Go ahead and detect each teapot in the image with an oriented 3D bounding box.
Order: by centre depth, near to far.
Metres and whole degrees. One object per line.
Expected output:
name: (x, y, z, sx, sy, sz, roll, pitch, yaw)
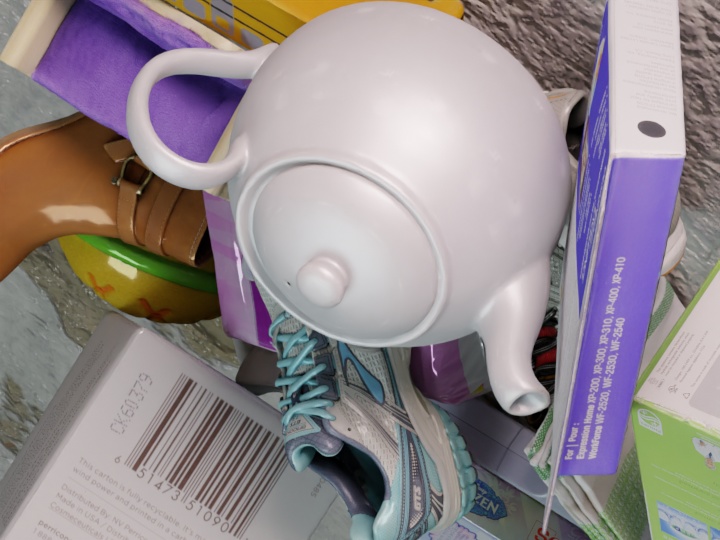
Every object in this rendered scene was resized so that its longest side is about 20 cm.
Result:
teapot: (0.003, -0.034, 1.428, 0.199, 0.146, 0.198, -1, 123, 33)

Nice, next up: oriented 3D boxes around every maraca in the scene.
maraca: (-0.113, -0.013, 1.825, 0.199, 0.107, 0.137, 24, -162, 3)

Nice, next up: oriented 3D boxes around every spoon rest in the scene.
spoon rest: (-0.045, 0.062, 1.840, 0.200, 0.099, 0.061, -151, 61, -72)

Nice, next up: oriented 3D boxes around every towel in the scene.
towel: (0.189, 0.118, 1.593, 0.031, 0.150, 0.200, -3, 134, 51)

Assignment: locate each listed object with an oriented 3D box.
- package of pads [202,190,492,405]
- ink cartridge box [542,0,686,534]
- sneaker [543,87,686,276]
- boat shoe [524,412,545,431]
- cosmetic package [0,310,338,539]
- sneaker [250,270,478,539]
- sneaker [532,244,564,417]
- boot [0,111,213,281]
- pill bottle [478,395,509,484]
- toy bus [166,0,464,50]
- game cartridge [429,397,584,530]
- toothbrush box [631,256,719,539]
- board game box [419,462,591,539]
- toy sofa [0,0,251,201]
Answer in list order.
package of pads: (0.000, 0.000, 1.627, 0.199, 0.075, 0.121, 15, 120, 43)
ink cartridge box: (0.124, -0.005, 1.356, 0.043, 0.201, 0.199, 8, 127, 2)
sneaker: (0.091, -0.073, 1.509, 0.199, 0.076, 0.092, 22, 140, 20)
boat shoe: (0.127, 0.076, 1.701, 0.200, 0.068, 0.072, 45, 154, -15)
cosmetic package: (-0.128, 0.140, 1.763, 0.164, 0.166, 0.200, 34, 176, -9)
sneaker: (-0.012, 0.066, 1.550, 0.078, 0.086, 0.201, -32, 89, 52)
sneaker: (0.131, 0.046, 1.624, 0.200, 0.082, 0.078, 48, 154, -11)
boot: (-0.156, -0.038, 1.735, 0.155, 0.200, 0.077, 35, 168, 24)
pill bottle: (0.067, 0.148, 1.852, 0.200, 0.113, 0.113, 45, 154, -16)
toy bus: (-0.040, -0.157, 1.531, 0.199, 0.065, 0.078, 31, 154, 15)
game cartridge: (0.096, 0.113, 1.666, 0.133, 0.041, 0.200, 38, 175, -34)
toothbrush box: (0.223, 0.085, 1.494, 0.086, 0.146, 0.200, 23, 152, 28)
board game box: (0.094, 0.216, 1.777, 0.199, 0.041, 0.200, 32, 146, -1)
toy sofa: (-0.126, -0.117, 1.621, 0.200, 0.083, 0.097, 32, -176, 36)
